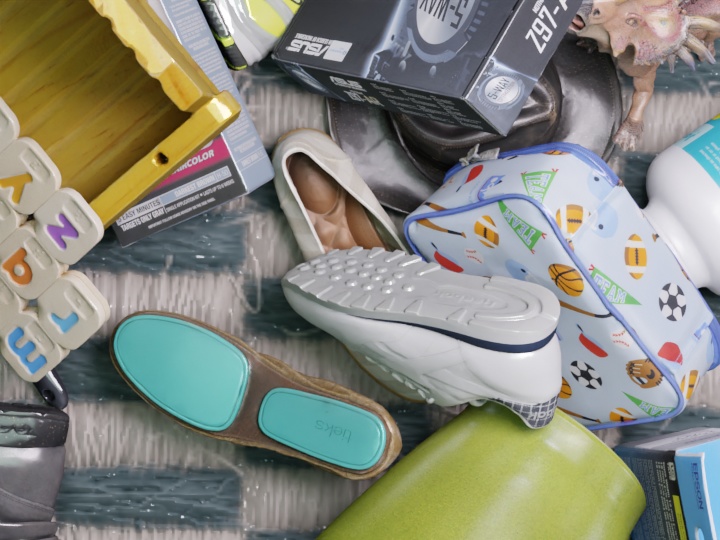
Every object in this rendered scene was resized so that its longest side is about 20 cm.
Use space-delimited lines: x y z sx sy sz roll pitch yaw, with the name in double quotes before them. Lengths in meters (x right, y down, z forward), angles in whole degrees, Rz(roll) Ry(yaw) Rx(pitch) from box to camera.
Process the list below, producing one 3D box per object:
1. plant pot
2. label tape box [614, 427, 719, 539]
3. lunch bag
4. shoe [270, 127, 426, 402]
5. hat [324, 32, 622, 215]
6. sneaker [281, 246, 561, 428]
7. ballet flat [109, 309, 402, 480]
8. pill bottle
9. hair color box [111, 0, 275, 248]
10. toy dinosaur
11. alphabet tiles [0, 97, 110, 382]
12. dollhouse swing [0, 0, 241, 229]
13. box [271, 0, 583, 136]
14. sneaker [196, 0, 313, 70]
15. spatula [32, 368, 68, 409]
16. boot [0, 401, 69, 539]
"plant pot" 0.075 0.182 1.609 0.200 0.200 0.193 38 75 -2
"label tape box" 0.223 0.175 1.602 0.066 0.200 0.144 -11 89 -10
"lunch bag" 0.123 0.009 1.611 0.076 0.160 0.200 -47 111 -31
"shoe" 0.000 0.000 1.661 0.070 0.053 0.200 -31 96 -2
"hat" 0.077 -0.117 1.659 0.200 0.081 0.202 0 88 -5
"sneaker" 0.034 0.041 1.586 0.076 0.199 0.081 -38 133 -40
"ballet flat" -0.064 0.081 1.643 0.199 0.072 0.068 19 89 12
"pill bottle" 0.262 -0.056 1.656 0.200 0.111 0.111 -33 91 -5
"hair color box" -0.144 -0.128 1.629 0.099 0.061 0.201 -22 96 21
"toy dinosaur" 0.203 -0.168 1.629 0.086 0.136 0.200 45 57 4
"alphabet tiles" -0.243 -0.027 1.603 0.200 0.195 0.015 50 43 -1
"dollhouse swing" -0.190 -0.125 1.515 0.182 0.176 0.200 -38 93 17
"box" 0.053 -0.174 1.593 0.044 0.200 0.161 39 77 -38
"sneaker" -0.097 -0.233 1.662 0.076 0.075 0.201 -27 101 -12
"spatula" -0.248 0.007 1.657 0.200 0.056 0.021 53 45 -7
"boot" -0.285 0.147 1.637 0.199 0.070 0.132 6 93 0
